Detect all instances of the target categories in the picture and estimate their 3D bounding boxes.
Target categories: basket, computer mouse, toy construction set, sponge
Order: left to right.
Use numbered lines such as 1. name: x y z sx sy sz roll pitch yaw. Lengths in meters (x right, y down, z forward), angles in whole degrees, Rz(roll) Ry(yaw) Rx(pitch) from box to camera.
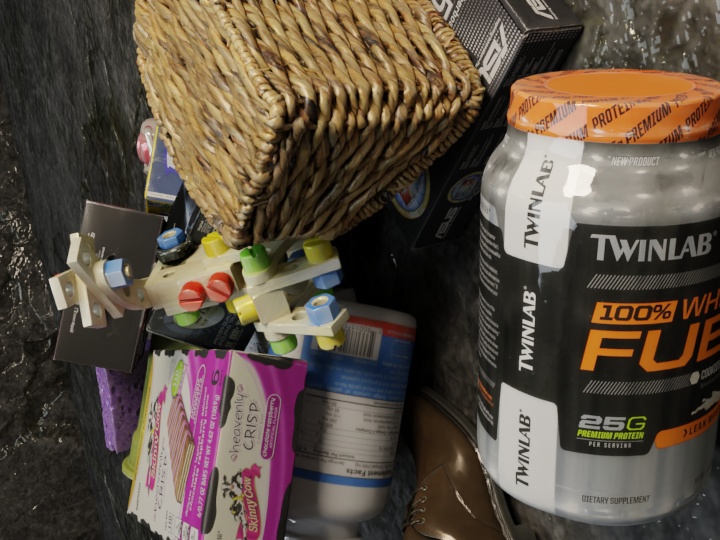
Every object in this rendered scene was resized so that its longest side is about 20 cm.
1. sponge: -0.222 0.126 1.070 0.030 0.199 0.113 16 118 39
2. toy construction set: -0.102 0.008 0.607 0.131 0.198 0.093 -82 -9 -61
3. basket: -0.042 -0.120 0.560 0.201 0.148 0.143 60 145 27
4. computer mouse: 0.000 0.000 0.774 0.059 0.034 0.202 36 139 59

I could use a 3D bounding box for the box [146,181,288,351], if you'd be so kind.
1. box: -0.099 -0.058 0.745 0.201 0.085 0.164 -59 22 30

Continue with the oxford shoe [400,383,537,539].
1. oxford shoe: 0.062 0.170 0.659 0.073 0.084 0.201 100 151 -46

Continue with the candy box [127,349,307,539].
1. candy box: -0.112 0.128 0.656 0.200 0.060 0.138 -12 69 63

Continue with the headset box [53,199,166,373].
1. headset box: -0.242 0.016 0.884 0.200 0.076 0.150 -179 100 -81

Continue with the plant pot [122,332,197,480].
1. plant pot: -0.162 0.125 0.989 0.200 0.199 0.186 3 93 62

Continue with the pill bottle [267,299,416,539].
1. pill bottle: -0.026 0.124 0.679 0.112 0.111 0.202 4 83 62

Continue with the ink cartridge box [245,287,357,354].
1. ink cartridge box: -0.054 0.110 0.834 0.200 0.083 0.177 179 77 -70

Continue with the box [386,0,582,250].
1. box: 0.047 -0.138 0.596 0.161 0.044 0.201 63 150 26

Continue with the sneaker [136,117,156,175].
1. sneaker: -0.188 -0.120 0.996 0.200 0.104 0.076 42 132 48

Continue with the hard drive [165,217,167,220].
1. hard drive: -0.184 -0.029 1.062 0.132 0.027 0.200 57 158 -18

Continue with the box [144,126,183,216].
1. box: -0.167 -0.154 0.892 0.064 0.069 0.202 145 134 -74

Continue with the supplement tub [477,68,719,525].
1. supplement tub: 0.119 0.009 0.438 0.122 0.122 0.202 30 129 55
